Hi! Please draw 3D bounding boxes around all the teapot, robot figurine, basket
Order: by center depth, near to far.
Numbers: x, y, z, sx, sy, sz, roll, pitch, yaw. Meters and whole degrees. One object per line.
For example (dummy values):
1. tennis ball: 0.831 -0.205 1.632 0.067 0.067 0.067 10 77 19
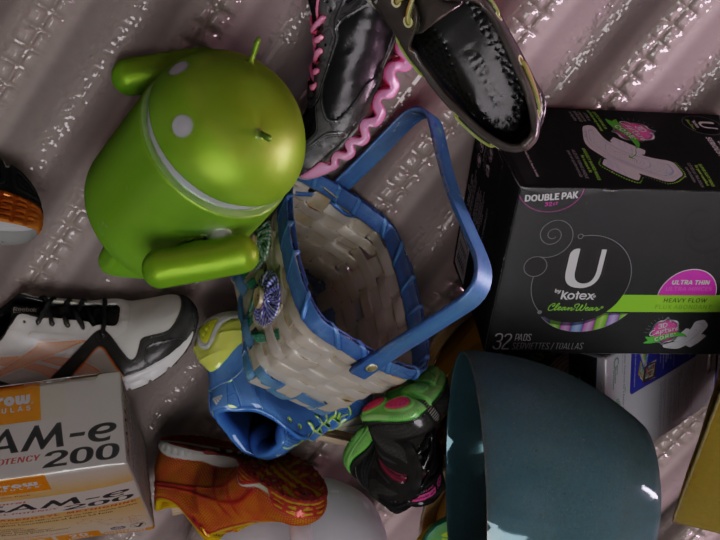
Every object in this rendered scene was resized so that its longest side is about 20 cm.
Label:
1. robot figurine: -0.113 -0.068 0.892 0.115 0.177 0.200 8 147 -34
2. basket: 0.000 0.000 0.947 0.199 0.178 0.139 -37 134 23
3. teapot: -0.057 0.279 1.123 0.197 0.147 0.199 -36 133 23

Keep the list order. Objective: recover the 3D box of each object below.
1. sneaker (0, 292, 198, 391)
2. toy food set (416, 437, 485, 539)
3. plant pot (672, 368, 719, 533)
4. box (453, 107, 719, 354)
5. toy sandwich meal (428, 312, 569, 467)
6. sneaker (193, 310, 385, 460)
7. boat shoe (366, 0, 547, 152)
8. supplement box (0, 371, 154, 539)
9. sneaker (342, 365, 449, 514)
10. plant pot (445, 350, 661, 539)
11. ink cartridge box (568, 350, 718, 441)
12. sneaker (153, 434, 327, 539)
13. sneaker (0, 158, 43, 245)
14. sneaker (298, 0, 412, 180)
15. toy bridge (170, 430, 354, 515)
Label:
1. sneaker: -0.221 0.052 1.000 0.197 0.074 0.081 -16 123 -1
2. toy food set: 0.141 0.206 1.104 0.198 0.049 0.200 -45 125 8
3. plant pot: 0.374 0.104 1.007 0.198 0.196 0.196 20 141 15
4. box: 0.186 -0.030 0.995 0.197 0.125 0.150 1 125 -10
5. toy sandwich meal: 0.136 0.103 1.108 0.202 0.071 0.207 -5 125 -8
6. sneaker: -0.054 0.114 1.041 0.199 0.106 0.075 29 134 -36
7. boat shoe: 0.053 -0.163 0.836 0.071 0.061 0.202 -36 103 9
8. supplement box: -0.231 0.151 1.010 0.124 0.074 0.201 -8 156 -5
9. sneaker: 0.041 0.135 1.014 0.076 0.084 0.200 -32 164 -18
10. plant pot: 0.139 0.159 0.948 0.133 0.201 0.202 0 125 -4
11. ink cartridge box: 0.235 0.088 1.082 0.199 0.039 0.101 -18 112 -46
12. sneaker: -0.093 0.179 1.038 0.072 0.199 0.078 2 91 -39
13. sneaker: -0.323 -0.040 0.924 0.197 0.076 0.093 11 129 -9
14. sneaker: -0.008 -0.159 0.900 0.095 0.079 0.201 29 103 -20
15. toy bridge: -0.078 0.161 1.131 0.197 0.027 0.068 -11 124 -4
